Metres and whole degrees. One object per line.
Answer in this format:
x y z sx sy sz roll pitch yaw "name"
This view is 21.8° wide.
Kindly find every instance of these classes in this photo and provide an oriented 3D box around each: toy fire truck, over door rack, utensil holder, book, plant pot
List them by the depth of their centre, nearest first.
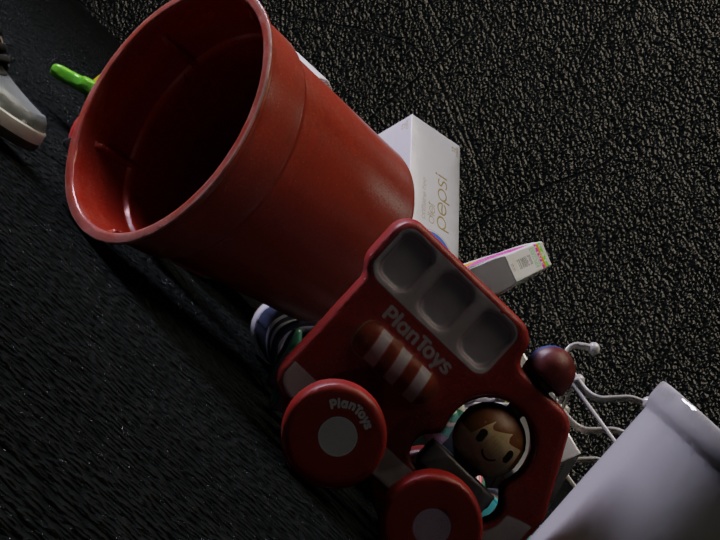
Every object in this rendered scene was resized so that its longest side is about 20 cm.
0.048 0.089 1.194 0.200 0.168 0.112 42 3 -4 "toy fire truck"
0.197 0.204 1.236 0.170 0.200 0.170 42 3 -3 "utensil holder"
-0.074 -0.069 1.347 0.195 0.201 0.201 33 8 -40 "plant pot"
0.223 0.175 1.613 0.148 0.066 0.201 101 -31 -61 "over door rack"
0.092 0.015 1.662 0.048 0.133 0.200 66 16 2 "book"

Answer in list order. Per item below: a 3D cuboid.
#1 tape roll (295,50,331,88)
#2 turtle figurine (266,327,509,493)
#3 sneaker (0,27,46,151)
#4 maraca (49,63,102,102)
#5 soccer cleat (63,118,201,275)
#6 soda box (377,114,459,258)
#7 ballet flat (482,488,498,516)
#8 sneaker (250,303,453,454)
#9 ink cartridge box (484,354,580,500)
-0.118 -0.119 1.699 0.071 0.203 0.202 42 2 13 "tape roll"
0.030 0.113 1.324 0.199 0.101 0.150 27 -9 -10 "turtle figurine"
-0.275 -0.191 1.338 0.200 0.121 0.084 43 2 -3 "sneaker"
-0.214 -0.150 1.793 0.136 0.108 0.199 22 -4 39 "maraca"
-0.157 -0.062 1.505 0.200 0.069 0.085 39 5 25 "soccer cleat"
0.038 -0.025 1.551 0.063 0.068 0.202 30 48 -35 "soda box"
0.138 0.231 1.417 0.073 0.073 0.200 41 1 -32 "ballet flat"
0.003 0.097 1.448 0.199 0.070 0.108 35 -1 -12 "sneaker"
0.128 0.145 1.647 0.201 0.067 0.115 62 -17 21 "ink cartridge box"
